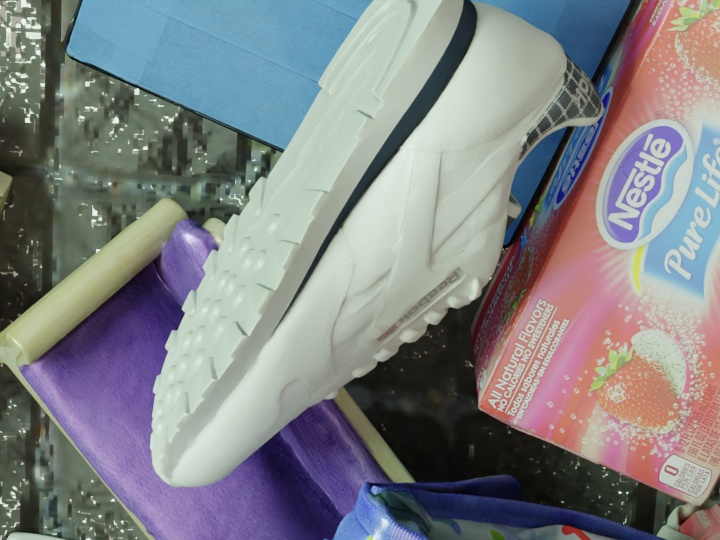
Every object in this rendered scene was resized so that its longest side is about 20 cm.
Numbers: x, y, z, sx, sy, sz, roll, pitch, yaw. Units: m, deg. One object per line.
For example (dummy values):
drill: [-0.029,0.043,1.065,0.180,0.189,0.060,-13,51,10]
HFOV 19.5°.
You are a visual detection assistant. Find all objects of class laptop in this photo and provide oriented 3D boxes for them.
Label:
laptop: [0.006,-0.107,0.701,0.186,0.200,0.117,23,81,-4]

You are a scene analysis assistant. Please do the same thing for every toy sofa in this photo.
toy sofa: [-0.044,0.076,0.789,0.083,0.097,0.200,-40,102,-17]

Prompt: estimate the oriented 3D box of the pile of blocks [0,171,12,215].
pile of blocks: [-0.181,0.037,0.802,0.062,0.082,0.201,23,104,-4]

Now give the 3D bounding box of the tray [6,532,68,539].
tray: [-0.060,0.180,0.869,0.198,0.022,0.108,13,106,-2]

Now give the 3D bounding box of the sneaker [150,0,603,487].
sneaker: [0.000,0.000,0.707,0.080,0.077,0.200,29,107,-25]

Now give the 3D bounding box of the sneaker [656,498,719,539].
sneaker: [0.104,0.141,0.826,0.199,0.075,0.105,-4,109,-5]

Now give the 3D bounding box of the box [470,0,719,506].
box: [0.122,-0.031,0.768,0.095,0.100,0.201,24,105,-5]

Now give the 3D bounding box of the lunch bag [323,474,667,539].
lunch bag: [0.051,0.172,0.722,0.199,0.128,0.171,19,106,-24]
